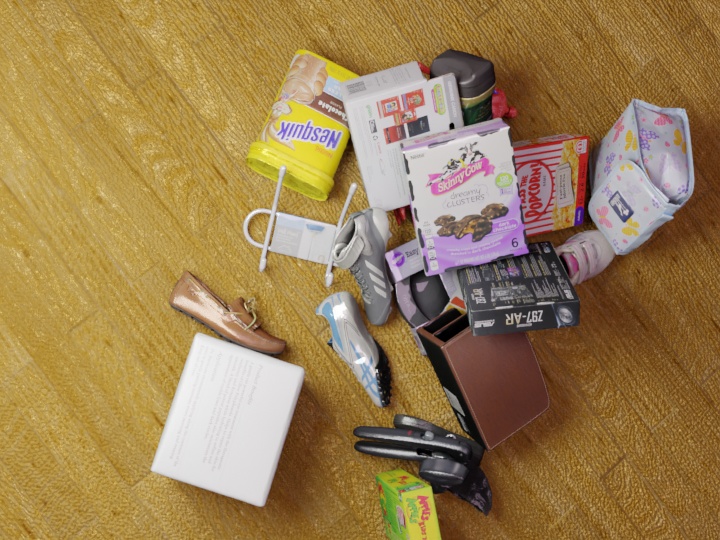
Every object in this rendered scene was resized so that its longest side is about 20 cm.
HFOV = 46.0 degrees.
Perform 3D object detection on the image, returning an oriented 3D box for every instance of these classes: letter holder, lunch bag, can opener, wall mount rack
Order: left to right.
[{"bbox_3d":[-0.086,-0.073,1.353,0.196,0.075,0.177,13,103,-8],"label":"wall mount rack"},{"bbox_3d":[0.080,0.276,1.324,0.196,0.078,0.065,12,108,21],"label":"can opener"},{"bbox_3d":[0.202,0.155,1.355,0.141,0.100,0.203,-30,110,-12],"label":"letter holder"},{"bbox_3d":[0.459,-0.150,1.401,0.124,0.170,0.204,7,65,-10],"label":"lunch bag"}]

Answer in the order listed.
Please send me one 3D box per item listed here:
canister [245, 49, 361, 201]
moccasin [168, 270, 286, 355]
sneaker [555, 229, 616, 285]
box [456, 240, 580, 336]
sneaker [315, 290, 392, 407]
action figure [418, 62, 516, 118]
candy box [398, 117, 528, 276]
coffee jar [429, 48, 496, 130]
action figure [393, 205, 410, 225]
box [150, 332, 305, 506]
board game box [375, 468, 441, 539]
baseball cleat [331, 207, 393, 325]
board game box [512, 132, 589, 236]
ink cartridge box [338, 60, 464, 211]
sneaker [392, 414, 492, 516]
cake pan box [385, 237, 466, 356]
[{"bbox_3d":[-0.083,-0.238,1.382,0.146,0.087,0.203,24,79,-7],"label":"canister"},{"bbox_3d":[-0.203,0.069,1.341,0.199,0.074,0.079,31,88,4],"label":"moccasin"},{"bbox_3d":[0.360,-0.010,1.436,0.198,0.088,0.082,-29,90,-12],"label":"sneaker"},{"bbox_3d":[0.234,0.023,1.293,0.157,0.201,0.044,-6,117,1],"label":"box"},{"bbox_3d":[-0.007,0.132,1.375,0.072,0.072,0.203,-23,96,22],"label":"sneaker"},{"bbox_3d":[0.179,-0.297,1.445,0.196,0.052,0.067,16,88,-14],"label":"action figure"},{"bbox_3d":[0.158,-0.112,1.297,0.164,0.072,0.204,-13,111,2],"label":"candy box"},{"bbox_3d":[0.166,-0.250,1.366,0.103,0.202,0.085,29,54,34],"label":"coffee jar"},{"bbox_3d":[0.155,-0.119,1.423,0.197,0.065,0.053,-19,80,-10],"label":"action figure"},{"bbox_3d":[-0.194,0.217,1.258,0.168,0.200,0.203,18,81,-6],"label":"box"},{"bbox_3d":[0.072,0.370,1.289,0.047,0.200,0.104,-10,86,-11],"label":"board game box"},{"bbox_3d":[0.000,0.000,1.348,0.105,0.069,0.204,-15,113,-31],"label":"baseball cleat"},{"bbox_3d":[0.286,-0.138,1.401,0.197,0.046,0.155,-13,113,-27],"label":"board game box"},{"bbox_3d":[0.074,-0.213,1.340,0.172,0.084,0.203,-15,124,-1],"label":"ink cartridge box"},{"bbox_3d":[0.132,0.314,1.377,0.197,0.060,0.106,23,77,-10],"label":"sneaker"},{"bbox_3d":[0.148,0.021,1.416,0.197,0.052,0.187,-23,87,-11],"label":"cake pan box"}]
